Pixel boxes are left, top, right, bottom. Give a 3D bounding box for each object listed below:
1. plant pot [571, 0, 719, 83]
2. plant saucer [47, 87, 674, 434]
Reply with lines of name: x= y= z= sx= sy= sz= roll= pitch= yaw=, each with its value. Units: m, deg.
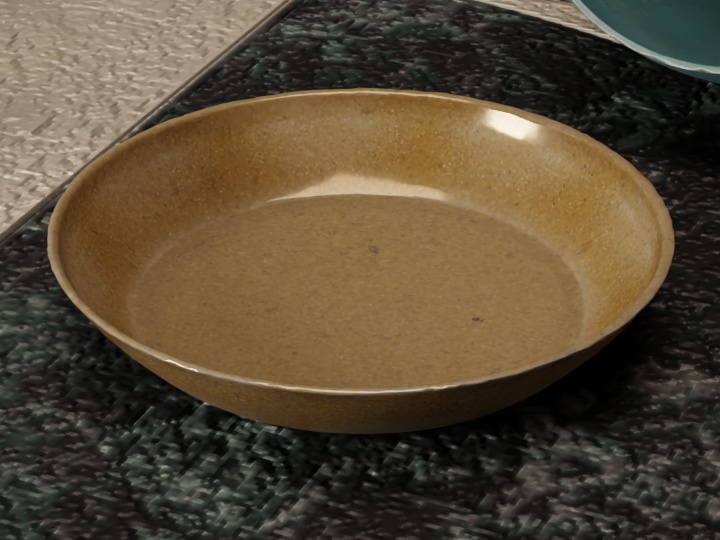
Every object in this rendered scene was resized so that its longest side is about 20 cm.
plant pot: x=0.179 y=-0.151 z=1.047 sx=0.200 sy=0.200 sz=0.135 roll=22 pitch=-1 yaw=34
plant saucer: x=0.000 y=0.000 z=0.902 sx=0.200 sy=0.035 sz=0.200 roll=0 pitch=30 yaw=0
